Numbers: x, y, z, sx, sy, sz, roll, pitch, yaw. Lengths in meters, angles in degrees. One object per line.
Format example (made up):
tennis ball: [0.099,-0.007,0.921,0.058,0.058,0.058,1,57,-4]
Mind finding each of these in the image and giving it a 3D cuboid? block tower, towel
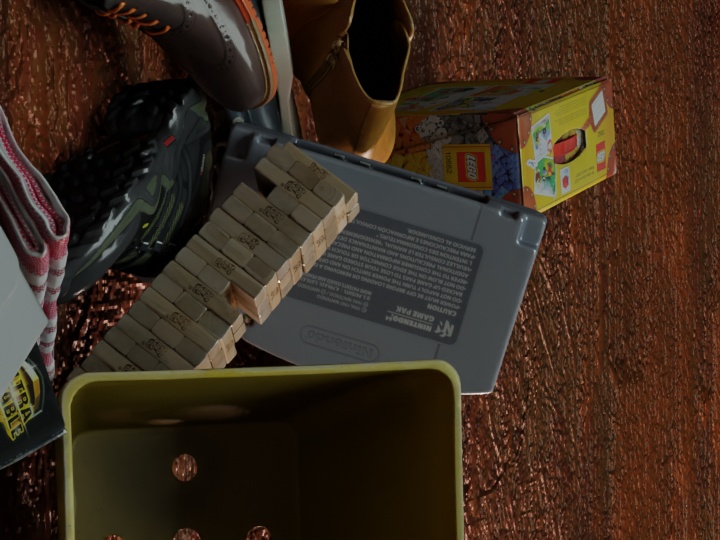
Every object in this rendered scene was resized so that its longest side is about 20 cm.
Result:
block tower: [-0.085,0.016,1.253,0.200,0.058,0.054,-51,167,-13]
towel: [-0.171,-0.024,1.013,0.147,0.030,0.200,62,-21,21]

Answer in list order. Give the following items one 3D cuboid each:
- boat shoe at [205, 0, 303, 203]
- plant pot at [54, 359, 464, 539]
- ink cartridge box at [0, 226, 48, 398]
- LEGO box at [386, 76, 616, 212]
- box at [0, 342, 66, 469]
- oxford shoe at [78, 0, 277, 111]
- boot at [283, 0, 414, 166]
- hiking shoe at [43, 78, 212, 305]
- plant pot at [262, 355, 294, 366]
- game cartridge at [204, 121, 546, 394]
boat shoe: [-0.068,-0.087,1.369,0.075,0.062,0.201,-96,180,-57]
plant pot: [-0.070,0.147,1.127,0.176,0.199,0.201,177,-88,-71]
ink cartridge box: [-0.252,0.014,0.835,0.146,0.199,0.145,-65,145,-41]
LEGO box: [0.085,-0.090,1.603,0.200,0.148,0.078,-26,114,-62]
box: [-0.211,-0.025,0.973,0.046,0.159,0.201,-29,122,-24]
oxford shoe: [-0.124,-0.155,1.226,0.200,0.071,0.073,49,50,-22]
boot: [-0.006,-0.154,1.388,0.144,0.070,0.202,114,-29,-57]
hiking shoe: [-0.126,-0.027,1.244,0.200,0.075,0.101,-58,137,-49]
plant pot: [-0.015,0.106,1.464,0.201,0.092,0.202,1,90,-66]
game cartridge: [0.000,0.000,1.334,0.040,0.199,0.134,-72,179,-78]
